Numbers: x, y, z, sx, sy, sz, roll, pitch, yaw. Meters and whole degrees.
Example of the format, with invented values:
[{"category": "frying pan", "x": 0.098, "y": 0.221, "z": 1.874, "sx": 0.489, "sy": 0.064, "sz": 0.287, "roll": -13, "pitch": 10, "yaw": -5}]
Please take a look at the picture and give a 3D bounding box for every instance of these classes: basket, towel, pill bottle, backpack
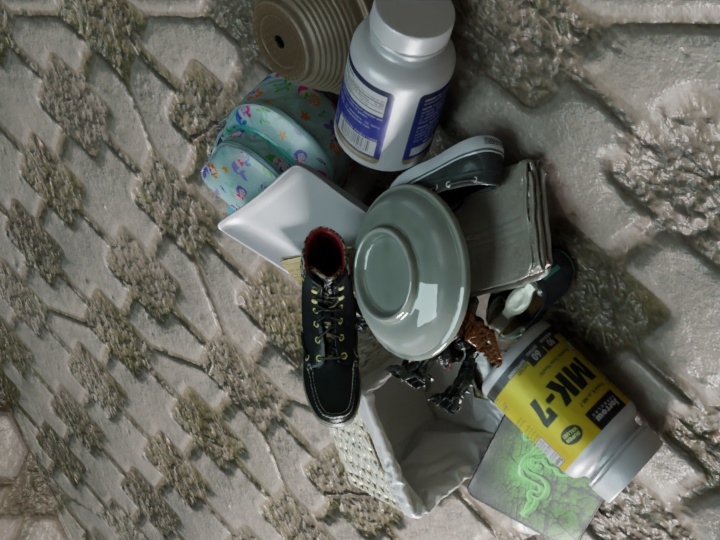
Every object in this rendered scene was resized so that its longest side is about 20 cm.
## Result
[{"category": "basket", "x": 0.062, "y": 0.178, "z": 1.775, "sx": 0.160, "sy": 0.199, "sz": 0.200, "roll": 7, "pitch": 125, "yaw": 54}, {"category": "towel", "x": 0.153, "y": -0.044, "z": 1.544, "sx": 0.199, "sy": 0.034, "sz": 0.135, "roll": -16, "pitch": 75, "yaw": 61}, {"category": "pill bottle", "x": 0.042, "y": -0.217, "z": 1.502, "sx": 0.120, "sy": 0.119, "sz": 0.201, "roll": 44, "pitch": 147, "yaw": 19}, {"category": "pill bottle", "x": 0.247, "y": 0.165, "z": 1.575, "sx": 0.200, "sy": 0.114, "sz": 0.115, "roll": 43, "pitch": 148, "yaw": 13}, {"category": "backpack", "x": -0.102, "y": -0.149, "z": 1.753, "sx": 0.177, "sy": 0.151, "sz": 0.200, "roll": 42, "pitch": 140, "yaw": -1}]

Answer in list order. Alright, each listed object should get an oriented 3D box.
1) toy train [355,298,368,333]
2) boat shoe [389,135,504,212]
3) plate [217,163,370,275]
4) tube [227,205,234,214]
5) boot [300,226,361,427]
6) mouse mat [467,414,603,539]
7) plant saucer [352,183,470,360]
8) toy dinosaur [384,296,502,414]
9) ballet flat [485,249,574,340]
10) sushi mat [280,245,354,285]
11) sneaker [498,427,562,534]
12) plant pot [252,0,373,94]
[{"category": "toy train", "x": -0.025, "y": 0.039, "z": 1.859, "sx": 0.045, "sy": 0.034, "sz": 0.200, "roll": -3, "pitch": 140, "yaw": 40}, {"category": "boat shoe", "x": 0.094, "y": -0.092, "z": 1.550, "sx": 0.199, "sy": 0.068, "sz": 0.058, "roll": -32, "pitch": 56, "yaw": 54}, {"category": "plate", "x": -0.050, "y": -0.051, "z": 1.688, "sx": 0.198, "sy": 0.033, "sz": 0.199, "roll": 32, "pitch": 143, "yaw": -22}, {"category": "tube", "x": -0.109, "y": -0.036, "z": 1.969, "sx": 0.200, "sy": 0.050, "sz": 0.078, "roll": 45, "pitch": 152, "yaw": 9}, {"category": "boot", "x": -0.040, "y": 0.066, "z": 1.611, "sx": 0.155, "sy": 0.072, "sz": 0.206, "roll": 86, "pitch": 180, "yaw": -58}, {"category": "mouse mat", "x": 0.232, "y": 0.253, "z": 1.694, "sx": 0.159, "sy": 0.008, "sz": 0.202, "roll": 27, "pitch": 127, "yaw": 8}, {"category": "plant saucer", "x": 0.042, "y": 0.003, "z": 1.542, "sx": 0.199, "sy": 0.050, "sz": 0.204, "roll": 6, "pitch": 98, "yaw": 51}, {"category": "toy dinosaur", "x": 0.105, "y": 0.086, "z": 1.598, "sx": 0.101, "sy": 0.137, "sz": 0.200, "roll": 32, "pitch": 173, "yaw": -3}, {"category": "ballet flat", "x": 0.183, "y": 0.039, "z": 1.595, "sx": 0.073, "sy": 0.073, "sz": 0.200, "roll": 50, "pitch": 150, "yaw": 9}, {"category": "sushi mat", "x": 0.000, "y": 0.000, "z": 1.697, "sx": 0.198, "sy": 0.012, "sz": 0.096, "roll": -9, "pitch": 140, "yaw": 35}, {"category": "sneaker", "x": 0.234, "y": 0.258, "z": 1.748, "sx": 0.087, "sy": 0.076, "sz": 0.202, "roll": 8, "pitch": 130, "yaw": 31}, {"category": "plant pot", "x": -0.064, "y": -0.291, "z": 1.610, "sx": 0.200, "sy": 0.092, "sz": 0.203, "roll": 35, "pitch": 143, "yaw": 31}]
